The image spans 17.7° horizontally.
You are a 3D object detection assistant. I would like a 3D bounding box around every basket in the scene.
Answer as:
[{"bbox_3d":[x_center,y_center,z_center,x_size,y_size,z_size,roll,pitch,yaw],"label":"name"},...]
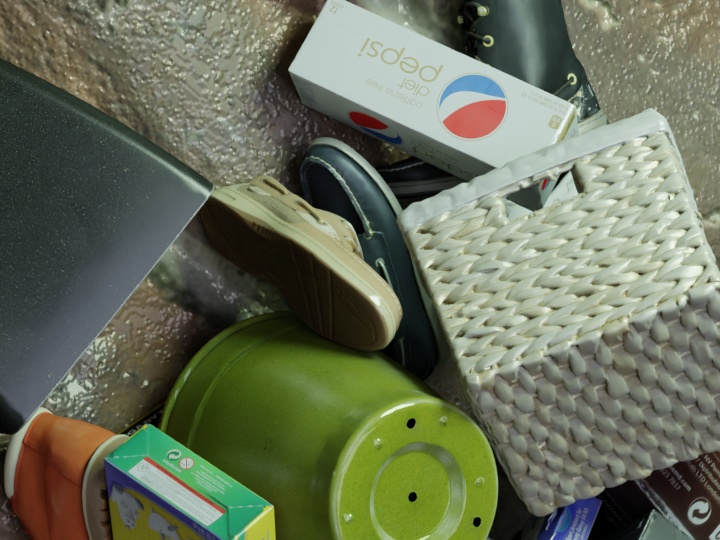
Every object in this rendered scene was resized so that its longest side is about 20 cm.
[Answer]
[{"bbox_3d":[0.155,0.036,1.570,0.197,0.162,0.200,-21,142,6],"label":"basket"}]

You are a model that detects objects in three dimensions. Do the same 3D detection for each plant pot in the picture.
[{"bbox_3d":[-0.009,0.137,1.558,0.199,0.192,0.202,-3,96,-30],"label":"plant pot"},{"bbox_3d":[-0.244,-0.029,1.475,0.177,0.199,0.201,41,74,-14],"label":"plant pot"}]

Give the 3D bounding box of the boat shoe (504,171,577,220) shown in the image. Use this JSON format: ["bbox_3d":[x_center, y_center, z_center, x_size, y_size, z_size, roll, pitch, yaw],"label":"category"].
[{"bbox_3d":[0.117,-0.028,1.736,0.200,0.073,0.066,-36,99,-44],"label":"boat shoe"}]

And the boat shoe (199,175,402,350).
[{"bbox_3d":[-0.031,-0.014,1.588,0.064,0.200,0.072,-29,135,-28],"label":"boat shoe"}]

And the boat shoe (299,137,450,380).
[{"bbox_3d":[0.000,0.000,1.677,0.062,0.075,0.201,-40,122,-32],"label":"boat shoe"}]

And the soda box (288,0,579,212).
[{"bbox_3d":[0.053,-0.118,1.633,0.199,0.064,0.068,26,78,14],"label":"soda box"}]

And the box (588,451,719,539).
[{"bbox_3d":[0.233,0.126,1.745,0.164,0.200,0.166,-49,114,-17],"label":"box"}]

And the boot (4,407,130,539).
[{"bbox_3d":[-0.193,0.183,1.586,0.075,0.107,0.201,-38,139,-46],"label":"boot"}]

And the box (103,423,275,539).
[{"bbox_3d":[-0.108,0.207,1.515,0.048,0.117,0.201,-38,143,-33],"label":"box"}]

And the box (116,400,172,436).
[{"bbox_3d":[-0.069,0.144,1.662,0.199,0.049,0.161,-34,112,-23],"label":"box"}]

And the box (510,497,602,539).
[{"bbox_3d":[0.110,0.239,1.674,0.041,0.200,0.119,34,39,-3],"label":"box"}]

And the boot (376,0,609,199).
[{"bbox_3d":[0.083,-0.144,1.714,0.202,0.073,0.155,-20,100,-27],"label":"boot"}]

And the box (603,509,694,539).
[{"bbox_3d":[0.164,0.276,1.668,0.079,0.200,0.142,35,56,-7],"label":"box"}]

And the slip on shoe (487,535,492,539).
[{"bbox_3d":[0.052,0.203,1.653,0.060,0.200,0.077,17,102,-19],"label":"slip on shoe"}]
